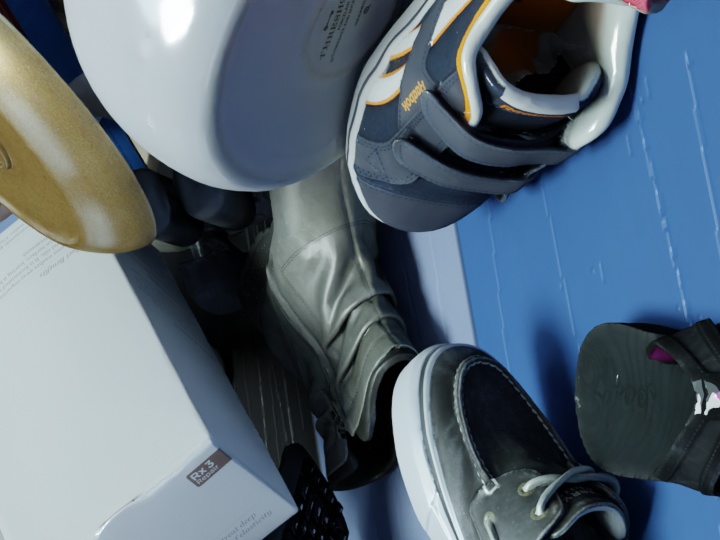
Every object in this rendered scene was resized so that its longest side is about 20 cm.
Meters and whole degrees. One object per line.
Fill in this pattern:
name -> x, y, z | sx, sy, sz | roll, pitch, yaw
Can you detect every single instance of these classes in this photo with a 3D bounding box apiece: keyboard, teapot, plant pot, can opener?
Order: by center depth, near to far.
teapot -> -0.053, -0.143, 1.007 | 0.146, 0.200, 0.197 | 39, 173, 25
plant pot -> -0.171, -0.076, 1.089 | 0.200, 0.027, 0.200 | 41, 164, 15
keyboard -> -0.027, 0.184, 1.126 | 0.104, 0.040, 0.200 | 65, -148, -45
can opener -> -0.072, -0.016, 1.207 | 0.200, 0.053, 0.067 | 19, -127, -84

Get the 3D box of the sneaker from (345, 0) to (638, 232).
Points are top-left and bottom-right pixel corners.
sneaker -> 0.050, -0.070, 0.974 | 0.200, 0.078, 0.079 | 115, 150, -45

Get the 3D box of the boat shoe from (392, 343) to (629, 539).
boat shoe -> 0.079, 0.106, 0.955 | 0.071, 0.072, 0.200 | -51, 57, 46

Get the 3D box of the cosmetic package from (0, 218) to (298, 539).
cosmetic package -> -0.124, 0.064, 1.157 | 0.113, 0.081, 0.200 | -37, 48, 8

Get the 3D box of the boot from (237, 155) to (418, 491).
boot -> 0.000, 0.000, 1.133 | 0.200, 0.068, 0.131 | 100, 150, -45

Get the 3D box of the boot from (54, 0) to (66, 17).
boot -> -0.117, -0.113, 1.217 | 0.200, 0.075, 0.074 | 40, -128, -62

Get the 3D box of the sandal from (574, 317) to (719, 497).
sandal -> 0.117, 0.050, 0.866 | 0.200, 0.048, 0.075 | 167, 100, -67

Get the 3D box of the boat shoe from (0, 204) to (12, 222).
boat shoe -> -0.181, -0.095, 1.389 | 0.071, 0.200, 0.070 | 34, 139, 22

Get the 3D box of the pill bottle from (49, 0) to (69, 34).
pill bottle -> -0.139, -0.184, 1.307 | 0.200, 0.112, 0.112 | 75, -173, -78

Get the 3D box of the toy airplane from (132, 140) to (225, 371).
toy airplane -> -0.146, 0.049, 1.366 | 0.200, 0.141, 0.199 | -58, 29, 32

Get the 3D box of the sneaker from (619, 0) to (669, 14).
sneaker -> 0.075, -0.129, 0.858 | 0.200, 0.074, 0.087 | -6, 98, 42

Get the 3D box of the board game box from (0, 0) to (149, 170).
board game box -> -0.204, -0.139, 1.240 | 0.196, 0.056, 0.200 | 48, 171, 39
